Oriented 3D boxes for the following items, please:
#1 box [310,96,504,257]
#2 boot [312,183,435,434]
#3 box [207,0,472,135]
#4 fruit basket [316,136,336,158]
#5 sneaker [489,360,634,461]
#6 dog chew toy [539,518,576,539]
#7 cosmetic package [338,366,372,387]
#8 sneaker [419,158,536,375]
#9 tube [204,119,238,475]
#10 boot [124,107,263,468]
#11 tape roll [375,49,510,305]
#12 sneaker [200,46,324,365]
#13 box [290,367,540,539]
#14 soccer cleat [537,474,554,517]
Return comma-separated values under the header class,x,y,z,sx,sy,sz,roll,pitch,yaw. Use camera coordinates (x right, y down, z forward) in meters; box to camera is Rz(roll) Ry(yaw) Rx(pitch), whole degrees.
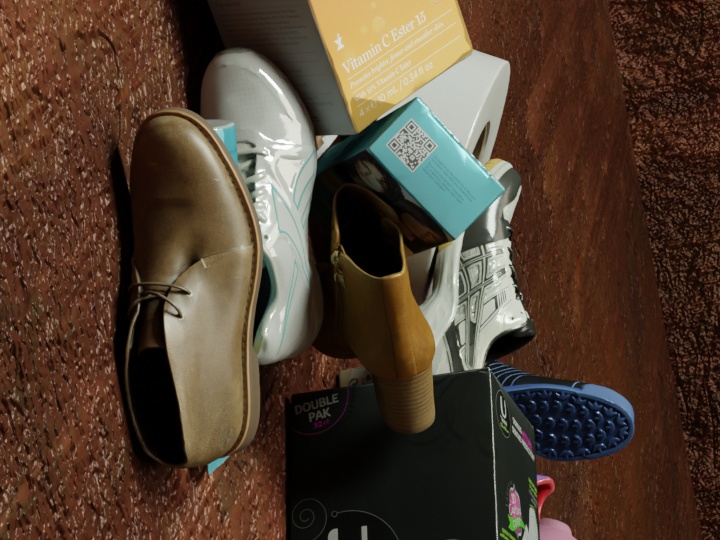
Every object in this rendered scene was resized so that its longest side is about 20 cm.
class,x,y,z,sx,sy,sz,roll,pitch,yaw
box,0.020,-0.053,1.418,0.082,0.049,0.200,46,-16,-7
boot,0.000,0.000,1.414,0.201,0.071,0.144,-125,-159,-53
box,-0.028,-0.201,1.365,0.124,0.097,0.201,-38,117,-36
fruit basket,-0.030,-0.178,1.491,0.200,0.093,0.186,-61,141,-61
sneaker,0.123,0.103,1.712,0.078,0.199,0.070,-61,150,-58
dog chew toy,0.130,0.297,1.731,0.125,0.124,0.201,54,50,-62
cosmetic package,0.035,0.177,1.591,0.104,0.073,0.201,49,37,-65
sneaker,0.091,0.018,1.557,0.076,0.087,0.201,79,31,-71
tube,-0.089,0.013,1.268,0.077,0.050,0.201,-34,121,-66
boot,-0.099,0.011,1.185,0.075,0.073,0.201,-18,103,-65
tape roll,0.048,-0.072,1.622,0.202,0.071,0.203,19,90,-83
sneaker,-0.064,-0.038,1.331,0.080,0.070,0.201,-28,110,-72
box,0.038,0.185,1.450,0.124,0.148,0.201,52,34,-60
soccer cleat,0.138,0.268,1.940,0.068,0.073,0.201,66,22,-48
